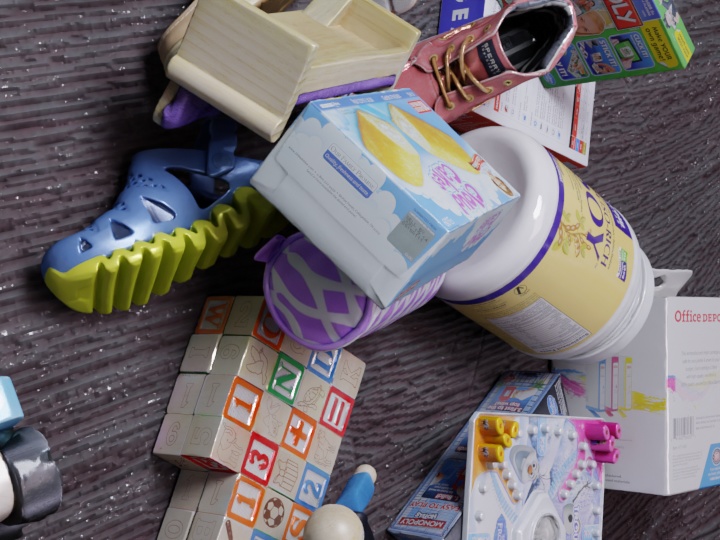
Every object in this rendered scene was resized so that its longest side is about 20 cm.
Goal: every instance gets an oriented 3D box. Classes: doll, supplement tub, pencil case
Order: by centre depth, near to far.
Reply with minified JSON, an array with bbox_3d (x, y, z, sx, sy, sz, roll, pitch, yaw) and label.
[{"bbox_3d":[-0.010,0.201,0.922,0.200,0.048,0.137,73,34,-64],"label":"doll"},{"bbox_3d":[0.000,0.000,0.929,0.086,0.084,0.200,51,17,6],"label":"pencil case"},{"bbox_3d":[0.141,-0.013,1.090,0.200,0.145,0.146,31,66,-44],"label":"supplement tub"}]

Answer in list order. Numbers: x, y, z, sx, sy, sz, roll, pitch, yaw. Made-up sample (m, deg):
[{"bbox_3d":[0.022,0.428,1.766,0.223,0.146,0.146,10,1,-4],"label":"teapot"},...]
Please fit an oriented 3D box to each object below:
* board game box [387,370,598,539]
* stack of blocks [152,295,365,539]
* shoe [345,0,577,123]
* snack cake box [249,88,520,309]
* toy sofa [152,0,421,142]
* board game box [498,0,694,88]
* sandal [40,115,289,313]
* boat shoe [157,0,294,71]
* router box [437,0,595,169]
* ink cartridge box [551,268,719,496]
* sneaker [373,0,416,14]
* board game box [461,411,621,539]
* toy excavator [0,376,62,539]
[{"bbox_3d":[0.115,0.217,1.119,0.199,0.061,0.201,-30,112,-44],"label":"board game box"},{"bbox_3d":[-0.079,0.131,0.901,0.115,0.058,0.201,36,63,-42],"label":"stack of blocks"},{"bbox_3d":[0.073,-0.154,1.017,0.199,0.091,0.072,-31,97,-24],"label":"shoe"},{"bbox_3d":[0.024,-0.053,0.862,0.115,0.067,0.200,43,20,7],"label":"snack cake box"},{"bbox_3d":[-0.043,-0.128,0.864,0.098,0.083,0.200,-63,167,21],"label":"toy sofa"},{"bbox_3d":[0.167,-0.237,1.058,0.200,0.134,0.029,54,52,-32],"label":"board game box"},{"bbox_3d":[-0.124,-0.040,0.855,0.200,0.080,0.087,-29,78,-40],"label":"sandal"},{"bbox_3d":[-0.079,-0.203,0.913,0.064,0.071,0.200,41,58,1],"label":"boat shoe"},{"bbox_3d":[0.143,-0.208,1.169,0.179,0.049,0.201,18,76,-47],"label":"router box"},{"bbox_3d":[0.262,0.099,1.240,0.128,0.125,0.202,4,86,-49],"label":"ink cartridge box"},{"bbox_3d":[0.009,-0.298,1.009,0.077,0.078,0.201,-43,124,-56],"label":"sneaker"},{"bbox_3d":[0.153,0.221,1.097,0.199,0.026,0.201,9,82,-48],"label":"board game box"},{"bbox_3d":[-0.230,0.045,0.661,0.100,0.194,0.201,-19,80,-37],"label":"toy excavator"}]
